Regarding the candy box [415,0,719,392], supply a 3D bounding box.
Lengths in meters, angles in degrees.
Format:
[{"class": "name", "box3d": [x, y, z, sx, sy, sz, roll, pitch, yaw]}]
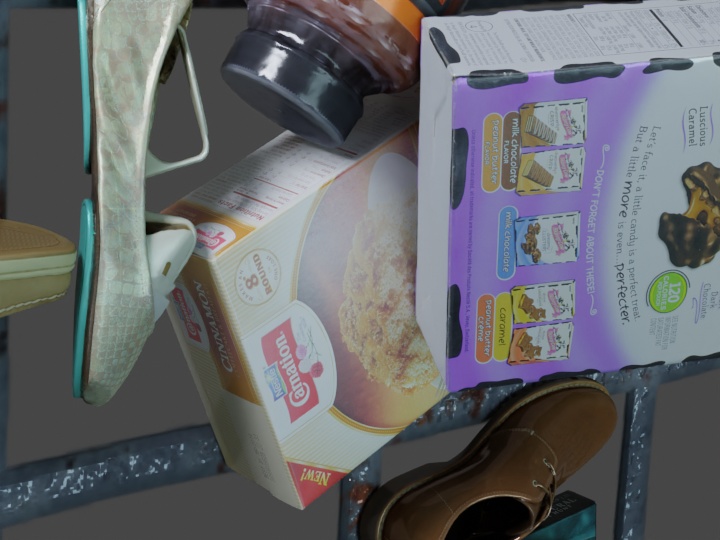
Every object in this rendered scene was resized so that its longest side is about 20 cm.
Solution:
[{"class": "candy box", "box3d": [0.130, -0.039, 0.803, 0.197, 0.072, 0.169, -6, 122, -10]}]

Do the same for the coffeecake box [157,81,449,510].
[{"class": "coffeecake box", "box3d": [0.000, 0.000, 0.875, 0.199, 0.073, 0.155, -35, 124, -27]}]

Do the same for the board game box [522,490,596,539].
[{"class": "board game box", "box3d": [0.071, 0.232, 1.034, 0.199, 0.028, 0.137, -16, 113, -37]}]

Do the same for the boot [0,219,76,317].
[{"class": "boot", "box3d": [-0.211, 0.066, 0.712, 0.198, 0.072, 0.157, -15, 112, -35]}]

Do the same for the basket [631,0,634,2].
[{"class": "basket", "box3d": [0.241, -0.197, 0.945, 0.141, 0.149, 0.203, 1, 104, -6]}]

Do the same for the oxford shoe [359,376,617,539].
[{"class": "oxford shoe", "box3d": [0.096, 0.129, 0.999, 0.199, 0.071, 0.072, -30, 119, -33]}]

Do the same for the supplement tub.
[{"class": "supplement tub", "box3d": [0.011, -0.163, 0.814, 0.107, 0.106, 0.201, 38, 78, -40]}]

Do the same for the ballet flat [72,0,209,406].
[{"class": "ballet flat", "box3d": [-0.100, -0.037, 0.761, 0.062, 0.067, 0.203, 1, 94, -9]}]
